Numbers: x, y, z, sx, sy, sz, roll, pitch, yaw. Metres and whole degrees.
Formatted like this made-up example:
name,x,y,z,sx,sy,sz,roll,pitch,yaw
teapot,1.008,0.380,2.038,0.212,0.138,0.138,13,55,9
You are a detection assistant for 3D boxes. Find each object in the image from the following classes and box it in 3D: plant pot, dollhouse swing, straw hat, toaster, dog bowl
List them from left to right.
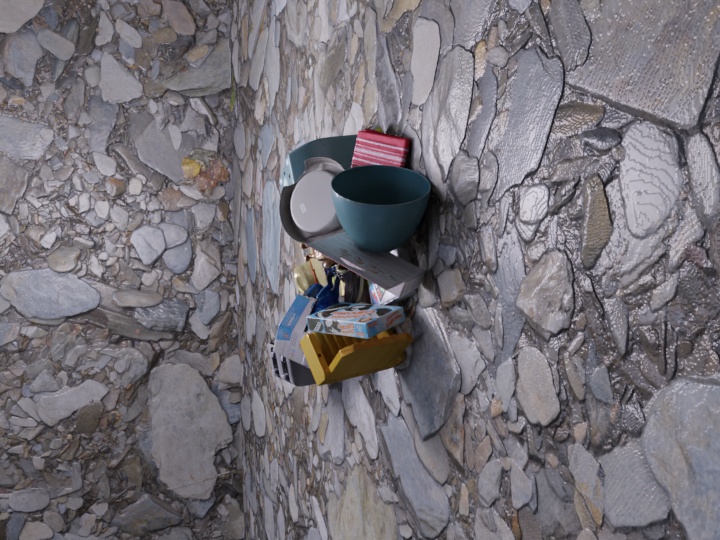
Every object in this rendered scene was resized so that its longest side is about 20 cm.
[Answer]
name,x,y,z,sx,sy,sz,roll,pitch,yaw
toaster,-0.159,0.261,1.826,0.181,0.199,0.119,3,99,61
straw hat,-0.152,0.022,1.816,0.201,0.085,0.202,161,90,-81
dog bowl,-0.091,-0.153,1.401,0.200,0.059,0.201,-6,78,32
plant pot,-0.097,-0.218,1.578,0.196,0.199,0.197,121,141,-56
dollhouse swing,-0.008,0.146,1.363,0.176,0.199,0.182,105,147,-44
plant pot,0.039,-0.116,1.258,0.200,0.199,0.135,-124,30,-53

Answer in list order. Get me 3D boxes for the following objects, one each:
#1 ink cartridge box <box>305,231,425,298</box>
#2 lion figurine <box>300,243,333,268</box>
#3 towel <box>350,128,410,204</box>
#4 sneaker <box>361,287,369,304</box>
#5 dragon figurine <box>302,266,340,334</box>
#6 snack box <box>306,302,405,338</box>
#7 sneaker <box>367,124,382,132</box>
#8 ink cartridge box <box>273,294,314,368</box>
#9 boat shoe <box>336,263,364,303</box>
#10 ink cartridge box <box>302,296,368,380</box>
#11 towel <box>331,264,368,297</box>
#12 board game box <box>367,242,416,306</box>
name,x,y,z,sx,sy,sz,roll,pitch,yaw
ink cartridge box,0.007,-0.009,1.251,0.200,0.176,0.045,30,116,22
lion figurine,-0.077,-0.062,1.645,0.122,0.200,0.073,-6,106,28
towel,0.034,-0.208,1.370,0.144,0.022,0.201,21,104,37
sneaker,-0.021,0.045,1.600,0.114,0.072,0.201,-144,65,-68
dragon figurine,-0.094,0.065,1.460,0.059,0.200,0.100,4,122,43
snack box,-0.013,0.107,1.356,0.200,0.116,0.037,1,106,46
sneaker,0.039,-0.235,1.429,0.076,0.075,0.201,11,102,37
ink cartridge box,-0.116,0.183,1.681,0.129,0.199,0.125,109,-172,-46
boat shoe,-0.026,-0.005,1.429,0.073,0.065,0.201,-129,40,-55
ink cartridge box,-0.046,0.164,1.560,0.057,0.162,0.201,-32,-43,-81
towel,0.000,0.000,1.490,0.200,0.018,0.086,-26,71,41
board game box,0.058,-0.024,1.387,0.126,0.035,0.201,-31,62,50
